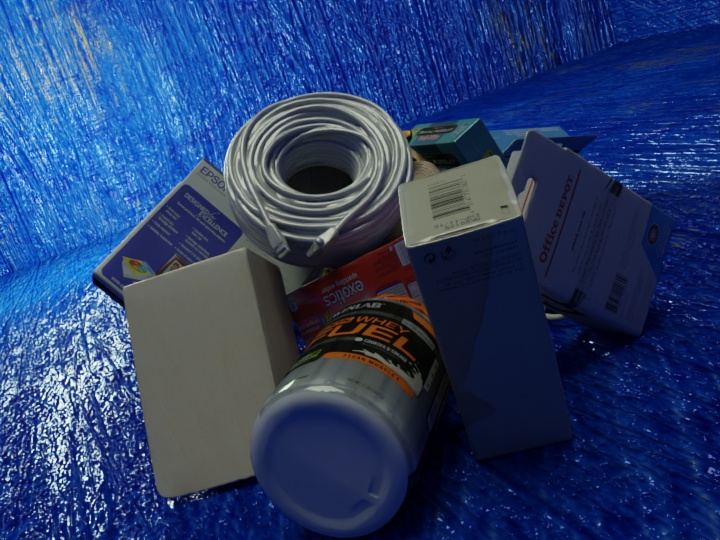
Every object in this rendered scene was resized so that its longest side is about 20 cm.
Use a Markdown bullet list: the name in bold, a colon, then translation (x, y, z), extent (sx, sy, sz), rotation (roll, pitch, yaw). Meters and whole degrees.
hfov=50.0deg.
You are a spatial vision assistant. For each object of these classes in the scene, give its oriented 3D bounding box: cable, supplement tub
- **cable**: translation (-0.042, -0.098, 0.810), extent (0.199, 0.069, 0.200), rotation (-30, 60, -18)
- **supplement tub**: translation (0.004, 0.100, 0.606), extent (0.122, 0.124, 0.200), rotation (-13, 16, 20)

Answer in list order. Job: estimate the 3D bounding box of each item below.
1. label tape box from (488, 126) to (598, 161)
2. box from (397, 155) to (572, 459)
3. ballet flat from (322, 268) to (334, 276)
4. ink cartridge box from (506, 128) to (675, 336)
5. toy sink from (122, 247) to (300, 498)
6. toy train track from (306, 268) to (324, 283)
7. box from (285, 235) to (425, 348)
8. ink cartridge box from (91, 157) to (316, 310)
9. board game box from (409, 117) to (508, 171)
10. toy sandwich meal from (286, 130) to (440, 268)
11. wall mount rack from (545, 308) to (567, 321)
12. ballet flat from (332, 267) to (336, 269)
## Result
- **label tape box**: translation (0.234, -0.168, 1.151), extent (0.143, 0.064, 0.200), rotation (-7, -22, -22)
- **box**: translation (0.093, 0.032, 0.562), extent (0.077, 0.201, 0.095), rotation (-15, 30, 8)
- **ballet flat**: translation (-0.004, -0.021, 0.997), extent (0.071, 0.071, 0.200), rotation (-38, -13, -52)
- **ink cartridge box**: translation (0.175, -0.030, 0.672), extent (0.199, 0.117, 0.068), rotation (24, -8, -31)
- **toy sink**: translation (-0.129, 0.100, 0.740), extent (0.129, 0.202, 0.112), rotation (-18, -15, 9)
- **toy train track**: translation (-0.113, 0.029, 0.985), extent (0.198, 0.115, 0.033), rotation (15, 45, -9)
- **box**: translation (0.032, 0.028, 0.766), extent (0.199, 0.100, 0.095), rotation (-26, -3, 41)
- **ink cartridge box**: translation (-0.177, 0.000, 0.922), extent (0.200, 0.197, 0.047), rotation (-52, 4, -28)
- **board game box**: translation (0.144, -0.090, 0.952), extent (0.047, 0.201, 0.151), rotation (-42, 22, -14)
- **toy sandwich meal**: translation (0.001, -0.088, 0.884), extent (0.204, 0.206, 0.070), rotation (-21, -26, -10)
- **wall mount rack**: translation (0.136, 0.027, 0.818), extent (0.199, 0.074, 0.175), rotation (7, 66, 60)
- **ballet flat**: translation (0.000, 0.000, 0.927), extent (0.047, 0.199, 0.067), rotation (-63, 4, -22)
